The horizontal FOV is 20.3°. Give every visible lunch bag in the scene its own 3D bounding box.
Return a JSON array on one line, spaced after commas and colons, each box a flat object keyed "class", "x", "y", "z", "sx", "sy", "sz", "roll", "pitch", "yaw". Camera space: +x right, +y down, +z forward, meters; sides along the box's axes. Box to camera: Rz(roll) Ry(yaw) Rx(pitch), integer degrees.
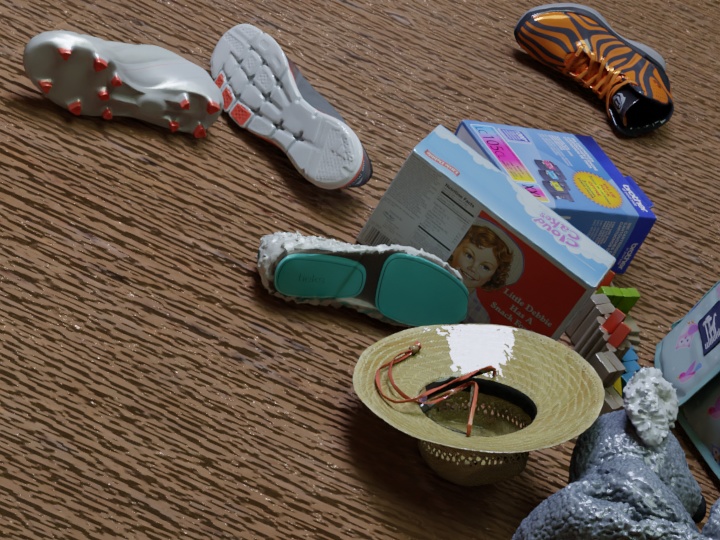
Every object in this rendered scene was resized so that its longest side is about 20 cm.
[{"class": "lunch bag", "x": 0.364, "y": 0.093, "z": 1.798, "sx": 0.122, "sy": 0.171, "sz": 0.200, "roll": -5, "pitch": 54, "yaw": -45}]

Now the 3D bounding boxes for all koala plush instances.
[{"class": "koala plush", "x": 0.208, "y": 0.183, "z": 1.572, "sx": 0.183, "sy": 0.178, "sz": 0.201, "roll": 17, "pitch": 40, "yaw": -6}]

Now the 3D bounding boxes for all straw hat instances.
[{"class": "straw hat", "x": 0.092, "y": 0.125, "z": 1.613, "sx": 0.200, "sy": 0.086, "sz": 0.201, "roll": 3, "pitch": 29, "yaw": -2}]

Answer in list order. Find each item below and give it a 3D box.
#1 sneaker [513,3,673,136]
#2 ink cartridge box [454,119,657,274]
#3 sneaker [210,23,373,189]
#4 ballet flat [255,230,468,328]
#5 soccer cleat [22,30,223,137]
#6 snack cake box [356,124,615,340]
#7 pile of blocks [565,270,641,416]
[{"class": "sneaker", "x": 0.261, "y": -0.215, "z": 2.173, "sx": 0.199, "sy": 0.078, "sz": 0.112, "roll": 18, "pitch": 36, "yaw": -22}, {"class": "ink cartridge box", "x": 0.188, "y": -0.068, "z": 1.928, "sx": 0.199, "sy": 0.077, "sz": 0.137, "roll": 5, "pitch": 37, "yaw": -37}, {"class": "sneaker", "x": -0.062, "y": -0.141, "z": 1.846, "sx": 0.200, "sy": 0.077, "sz": 0.082, "roll": 51, "pitch": 11, "yaw": 22}, {"class": "ballet flat", "x": 0.000, "y": 0.000, "z": 1.713, "sx": 0.199, "sy": 0.072, "sz": 0.072, "roll": 13, "pitch": 39, "yaw": -28}, {"class": "soccer cleat", "x": -0.209, "y": -0.169, "z": 1.748, "sx": 0.199, "sy": 0.069, "sz": 0.078, "roll": 15, "pitch": 33, "yaw": -37}, {"class": "snack cake box", "x": 0.110, "y": -0.020, "z": 1.779, "sx": 0.200, "sy": 0.115, "sz": 0.067, "roll": 38, "pitch": 34, "yaw": 5}, {"class": "pile of blocks", "x": 0.233, "y": 0.055, "z": 1.835, "sx": 0.082, "sy": 0.062, "sz": 0.201, "roll": 20, "pitch": 37, "yaw": -18}]
